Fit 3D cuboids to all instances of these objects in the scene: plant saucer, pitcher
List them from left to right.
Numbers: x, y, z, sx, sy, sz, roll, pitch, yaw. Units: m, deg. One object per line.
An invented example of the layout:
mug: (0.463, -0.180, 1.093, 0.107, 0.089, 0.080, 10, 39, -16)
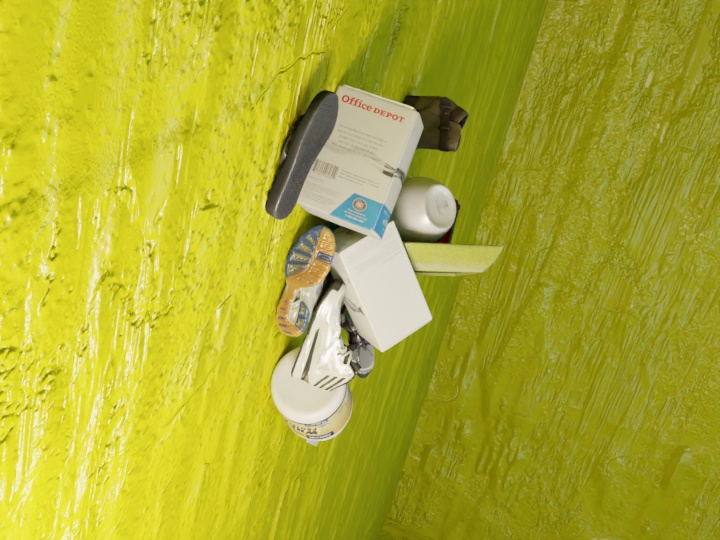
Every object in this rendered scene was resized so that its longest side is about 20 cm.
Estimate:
pitcher: (0.076, -0.130, 1.458, 0.120, 0.198, 0.175, -29, 104, -34)
plant saucer: (0.143, -0.018, 1.465, 0.199, 0.195, 0.049, 166, -75, -77)

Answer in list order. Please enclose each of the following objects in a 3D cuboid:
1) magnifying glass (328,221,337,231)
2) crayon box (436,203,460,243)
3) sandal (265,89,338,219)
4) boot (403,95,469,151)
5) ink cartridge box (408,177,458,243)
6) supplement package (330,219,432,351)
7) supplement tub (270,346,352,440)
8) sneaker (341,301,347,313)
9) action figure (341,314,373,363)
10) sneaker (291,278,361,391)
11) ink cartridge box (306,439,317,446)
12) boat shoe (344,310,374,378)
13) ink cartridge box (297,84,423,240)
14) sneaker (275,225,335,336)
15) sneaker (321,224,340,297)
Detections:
magnifying glass: (-0.047, -0.045, 1.436, 0.202, 0.079, 0.022, -57, 168, -10)
crayon box: (0.100, -0.114, 1.626, 0.051, 0.197, 0.128, -38, 148, -45)
sandal: (-0.094, -0.174, 1.144, 0.203, 0.042, 0.076, -62, 160, 9)
boot: (0.134, -0.278, 1.618, 0.070, 0.143, 0.204, 71, 43, -71)
ink cartridge box: (0.087, -0.104, 1.570, 0.050, 0.197, 0.165, -39, 149, -44)
supplement package: (0.026, 0.017, 1.389, 0.116, 0.117, 0.203, -30, 112, -15)
supplement tub: (-0.088, 0.244, 1.507, 0.201, 0.142, 0.147, 78, 36, -64)
sneaker: (0.000, 0.000, 1.564, 0.198, 0.088, 0.075, -32, 154, -39)
action figure: (-0.007, 0.091, 1.633, 0.118, 0.102, 0.203, -31, -145, 26)
sneaker: (-0.039, 0.121, 1.377, 0.076, 0.113, 0.204, -61, 174, -70)
ink cartridge box: (-0.091, 0.264, 1.674, 0.115, 0.066, 0.204, 66, 46, -71)
boat shoe: (0.002, 0.139, 1.744, 0.069, 0.072, 0.204, 92, -10, -62)
ink cartridge box: (0.000, -0.173, 1.261, 0.204, 0.144, 0.086, -68, 164, -5)
sneaker: (-0.093, 0.009, 1.345, 0.088, 0.074, 0.204, -58, 172, -70)
sneaker: (-0.034, -0.018, 1.488, 0.086, 0.079, 0.204, 52, 61, -75)
